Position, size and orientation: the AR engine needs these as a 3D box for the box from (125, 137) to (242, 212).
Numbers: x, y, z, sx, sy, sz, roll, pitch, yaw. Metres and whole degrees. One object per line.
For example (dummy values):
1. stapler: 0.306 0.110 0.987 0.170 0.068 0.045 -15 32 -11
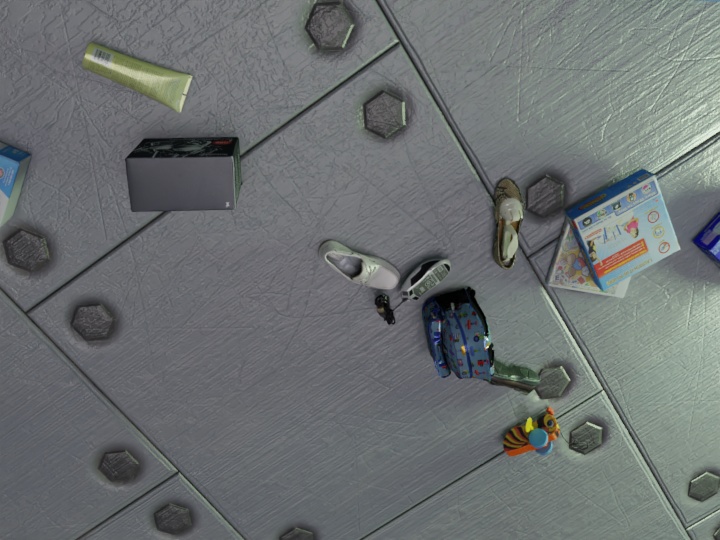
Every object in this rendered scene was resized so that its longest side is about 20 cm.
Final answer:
1. box: -0.336 -0.191 1.364 0.196 0.183 0.106 -2 113 -6

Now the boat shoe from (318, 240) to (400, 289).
1. boat shoe: 0.000 0.000 1.542 0.197 0.069 0.072 21 105 -16

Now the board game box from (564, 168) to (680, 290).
1. board game box: 0.584 -0.089 1.559 0.198 0.056 0.197 -28 113 4

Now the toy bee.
1. toy bee: 0.458 0.405 1.757 0.196 0.110 0.132 1 144 6

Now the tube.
1. tube: -0.432 -0.377 1.354 0.197 0.053 0.058 18 150 -17

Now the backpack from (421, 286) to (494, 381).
1. backpack: 0.223 0.159 1.562 0.132 0.201 0.185 -12 114 -1

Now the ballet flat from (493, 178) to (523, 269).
1. ballet flat: 0.329 -0.096 1.539 0.067 0.075 0.203 -2 112 -5

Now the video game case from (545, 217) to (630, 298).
1. video game case: 0.547 -0.036 1.618 0.197 0.023 0.185 9 110 -10

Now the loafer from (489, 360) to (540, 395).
1. loafer: 0.338 0.261 1.690 0.197 0.072 0.064 15 116 -15

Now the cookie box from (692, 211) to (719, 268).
1. cookie box: 0.907 -0.064 1.620 0.199 0.075 0.172 35 103 -19

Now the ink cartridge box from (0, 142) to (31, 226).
1. ink cartridge box: -0.771 -0.195 1.364 0.198 0.085 0.146 23 107 -16

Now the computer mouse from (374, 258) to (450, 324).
1. computer mouse: 0.118 0.036 1.577 0.199 0.044 0.110 -39 145 2
